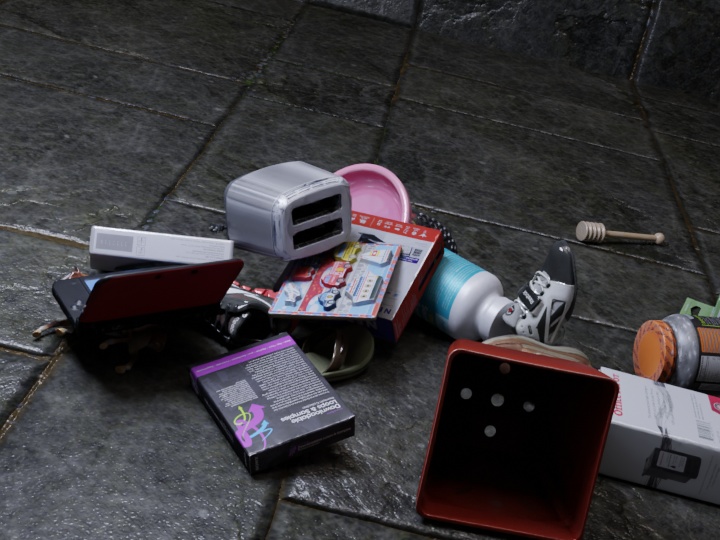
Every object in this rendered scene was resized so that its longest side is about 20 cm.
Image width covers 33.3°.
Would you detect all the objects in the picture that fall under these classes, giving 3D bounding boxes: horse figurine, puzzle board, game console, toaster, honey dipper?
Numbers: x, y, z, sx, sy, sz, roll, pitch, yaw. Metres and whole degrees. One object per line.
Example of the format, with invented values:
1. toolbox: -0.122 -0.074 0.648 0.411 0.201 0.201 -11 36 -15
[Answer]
1. horse figurine: -0.330 0.070 1.583 0.197 0.051 0.133 19 30 14
2. puzzle board: -0.032 0.009 1.678 0.148 0.018 0.201 1 30 14
3. game console: -0.274 0.006 1.538 0.197 0.120 0.172 -7 33 -32
4. toaster: -0.103 -0.083 1.716 0.198 0.116 0.128 -19 25 -41
5. honey dipper: 0.504 -0.068 2.309 0.197 0.039 0.038 4 25 -24

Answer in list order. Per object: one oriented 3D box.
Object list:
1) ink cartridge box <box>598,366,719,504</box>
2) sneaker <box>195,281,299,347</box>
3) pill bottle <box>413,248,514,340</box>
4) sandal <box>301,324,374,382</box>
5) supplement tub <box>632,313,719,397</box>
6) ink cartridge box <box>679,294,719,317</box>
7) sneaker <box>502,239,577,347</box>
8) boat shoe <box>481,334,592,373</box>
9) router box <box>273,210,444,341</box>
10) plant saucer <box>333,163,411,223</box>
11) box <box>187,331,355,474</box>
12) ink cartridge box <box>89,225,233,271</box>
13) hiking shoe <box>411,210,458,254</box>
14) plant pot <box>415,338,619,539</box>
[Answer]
1. ink cartridge box: 0.400 0.217 1.587 0.197 0.085 0.146 14 25 4
2. sneaker: -0.185 0.055 1.658 0.197 0.072 0.098 16 22 2
3. pill bottle: 0.138 0.036 1.812 0.199 0.112 0.110 30 30 35
4. sandal: -0.048 0.110 1.623 0.079 0.058 0.200 26 28 30
5. supplement tub: 0.513 0.130 1.783 0.196 0.124 0.123 6 25 -15
6. ink cartridge box: 0.653 0.072 2.052 0.197 0.060 0.104 21 26 17
7. sneaker: 0.251 0.053 1.721 0.087 0.203 0.074 4 20 -16
8. boat shoe: 0.243 0.141 1.688 0.196 0.077 0.072 3 28 -16
9. router box: 0.000 0.000 1.766 0.197 0.049 0.181 13 52 23
10. plant saucer: -0.004 -0.068 1.908 0.199 0.202 0.051 30 -5 35
11. box: -0.112 0.158 1.481 0.141 0.037 0.200 -17 34 -22
12. ink cartridge box: -0.290 -0.014 1.742 0.196 0.046 0.176 6 -13 -10
13. hiking shoe: 0.077 -0.052 2.004 0.200 0.101 0.076 42 49 -3
14. plant pot: 0.175 0.183 1.441 0.196 0.204 0.176 11 11 -3
